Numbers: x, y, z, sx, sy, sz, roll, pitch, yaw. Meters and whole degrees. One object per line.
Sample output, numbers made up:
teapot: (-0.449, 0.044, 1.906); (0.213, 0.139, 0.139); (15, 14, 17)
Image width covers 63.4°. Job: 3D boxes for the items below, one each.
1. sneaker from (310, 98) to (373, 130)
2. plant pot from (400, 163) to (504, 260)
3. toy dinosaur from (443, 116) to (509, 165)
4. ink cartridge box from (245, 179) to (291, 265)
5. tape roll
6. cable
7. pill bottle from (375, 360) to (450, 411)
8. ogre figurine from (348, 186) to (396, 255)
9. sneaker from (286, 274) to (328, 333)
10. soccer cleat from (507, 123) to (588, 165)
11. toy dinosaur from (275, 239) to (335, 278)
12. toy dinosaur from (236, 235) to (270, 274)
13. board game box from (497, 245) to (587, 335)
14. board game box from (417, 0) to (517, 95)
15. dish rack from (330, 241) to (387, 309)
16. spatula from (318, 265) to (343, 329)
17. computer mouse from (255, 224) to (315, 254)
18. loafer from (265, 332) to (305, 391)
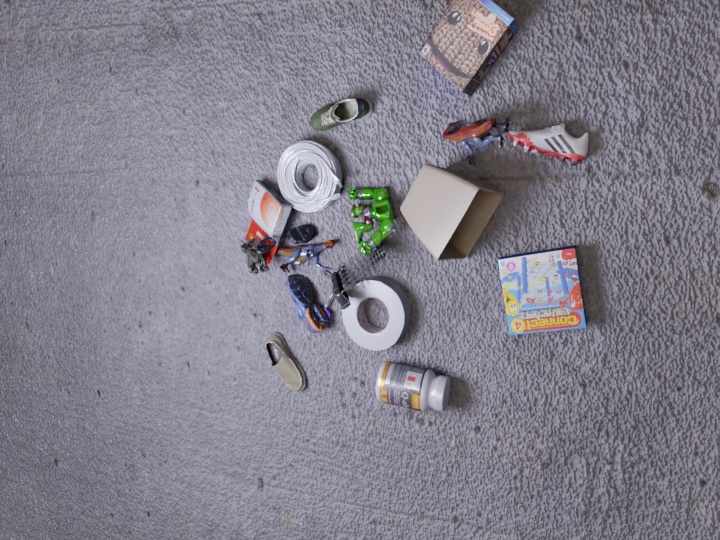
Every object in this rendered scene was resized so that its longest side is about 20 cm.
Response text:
sneaker: (-0.067, -0.438, 1.618); (0.194, 0.089, 0.069); (-9, 97, 24)
plant pot: (0.222, -0.164, 1.496); (0.176, 0.198, 0.203); (40, 112, 25)
toy dinosaur: (0.277, -0.354, 1.447); (0.177, 0.200, 0.108); (13, 77, 29)
ink cartridge box: (-0.297, -0.145, 1.757); (0.162, 0.049, 0.204); (42, 115, 36)
tape roll: (0.045, 0.123, 1.678); (0.194, 0.066, 0.208); (5, 101, 23)
cable: (-0.147, -0.273, 1.693); (0.196, 0.069, 0.205); (-23, 89, 26)
pill bottle: (0.148, 0.329, 1.641); (0.194, 0.116, 0.121); (8, 102, 22)
ogre figurine: (0.035, -0.150, 1.612); (0.116, 0.204, 0.099); (-17, 135, 15)
sneaker: (-0.174, 0.105, 1.766); (0.078, 0.074, 0.204); (-45, 68, 48)
soccer cleat: (0.461, -0.323, 1.428); (0.195, 0.068, 0.088); (21, 98, 15)
toy dinosaur: (-0.164, -0.060, 1.730); (0.180, 0.105, 0.202); (-39, 72, 5)
toy dinosaur: (-0.314, -0.045, 1.747); (0.074, 0.200, 0.106); (-11, 86, -4)
board game box: (0.465, 0.053, 1.491); (0.194, 0.056, 0.203); (-9, 95, 24)
board game box: (0.267, -0.572, 1.448); (0.159, 0.096, 0.202); (41, 112, 11)
dish rack: (0.000, 0.000, 1.633); (0.199, 0.154, 0.055); (-40, 116, 10)
spatula: (-0.089, 0.078, 1.751); (0.056, 0.020, 0.205); (31, 108, 34)
computer mouse: (-0.218, -0.085, 1.708); (0.059, 0.195, 0.034); (58, 153, 24)
loafer: (-0.243, 0.294, 1.829); (0.075, 0.068, 0.203); (-35, 85, 24)
